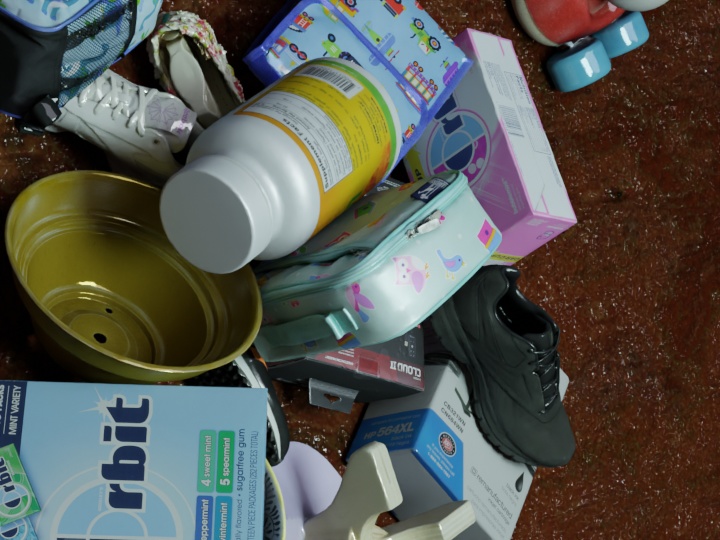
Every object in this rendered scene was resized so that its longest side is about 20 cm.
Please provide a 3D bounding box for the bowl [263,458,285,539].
[{"bbox_3d":[-0.155,0.199,1.526,0.199,0.094,0.202,2,59,-4],"label":"bowl"}]

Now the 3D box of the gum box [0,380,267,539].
[{"bbox_3d":[-0.165,0.161,1.468,0.045,0.198,0.171,95,-3,-59],"label":"gum box"}]

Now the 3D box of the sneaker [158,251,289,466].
[{"bbox_3d":[-0.096,0.055,1.680,0.090,0.070,0.201,-41,108,-44],"label":"sneaker"}]

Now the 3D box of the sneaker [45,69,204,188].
[{"bbox_3d":[-0.181,-0.126,1.612,0.200,0.099,0.075,36,56,-36],"label":"sneaker"}]

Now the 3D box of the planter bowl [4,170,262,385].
[{"bbox_3d":[-0.178,0.026,1.556,0.199,0.084,0.201,20,37,-16],"label":"planter bowl"}]

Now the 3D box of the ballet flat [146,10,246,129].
[{"bbox_3d":[-0.116,-0.114,1.693,0.201,0.075,0.064,60,7,-1],"label":"ballet flat"}]

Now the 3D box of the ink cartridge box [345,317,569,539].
[{"bbox_3d":[0.088,0.129,1.863,0.146,0.084,0.201,48,47,-28],"label":"ink cartridge box"}]

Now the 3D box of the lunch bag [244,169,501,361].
[{"bbox_3d":[0.000,0.000,1.603,0.160,0.199,0.077,-37,103,-35],"label":"lunch bag"}]

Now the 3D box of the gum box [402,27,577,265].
[{"bbox_3d":[0.101,-0.106,1.888,0.066,0.113,0.201,9,56,-47],"label":"gum box"}]

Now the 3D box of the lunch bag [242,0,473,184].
[{"bbox_3d":[-0.014,-0.161,1.782,0.151,0.094,0.200,46,39,-11],"label":"lunch bag"}]

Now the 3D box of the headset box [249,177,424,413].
[{"bbox_3d":[-0.020,0.016,1.776,0.148,0.077,0.202,17,68,-45],"label":"headset box"}]

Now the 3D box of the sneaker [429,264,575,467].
[{"bbox_3d":[0.135,0.082,1.796,0.201,0.090,0.076,58,42,-19],"label":"sneaker"}]

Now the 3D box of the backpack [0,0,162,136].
[{"bbox_3d":[-0.230,-0.220,1.507,0.200,0.182,0.148,-43,156,-51],"label":"backpack"}]

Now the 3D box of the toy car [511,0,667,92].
[{"bbox_3d":[0.262,-0.303,2.103,0.177,0.199,0.185,-38,108,-48],"label":"toy car"}]

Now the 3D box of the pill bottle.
[{"bbox_3d":[-0.062,-0.075,1.592,0.200,0.111,0.112,-40,110,-50],"label":"pill bottle"}]

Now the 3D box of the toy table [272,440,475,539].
[{"bbox_3d":[-0.003,0.230,1.703,0.184,0.117,0.201,-44,113,-46],"label":"toy table"}]
